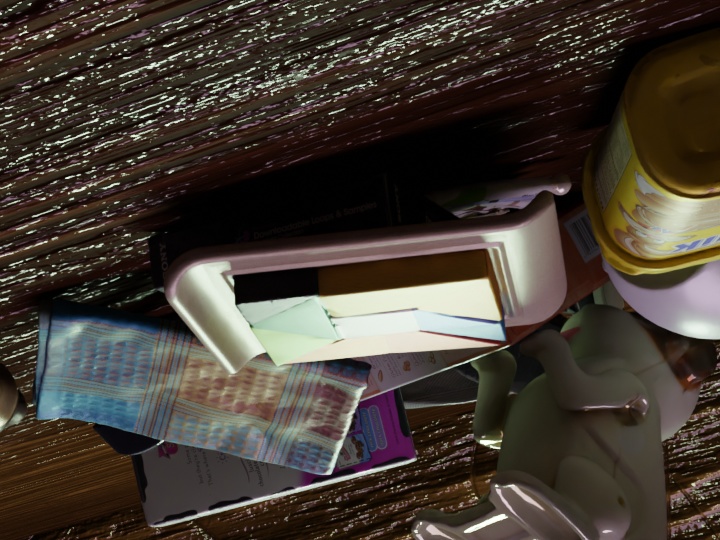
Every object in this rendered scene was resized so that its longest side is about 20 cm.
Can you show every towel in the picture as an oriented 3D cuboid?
[{"bbox_3d":[-0.102,0.074,1.301,0.199,0.022,0.147,12,150,-4],"label":"towel"}]

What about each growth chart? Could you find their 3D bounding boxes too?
[{"bbox_3d":[0.036,-0.028,1.280,0.144,0.018,0.200,-9,173,-32],"label":"growth chart"}]

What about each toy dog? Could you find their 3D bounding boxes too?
[{"bbox_3d":[0.157,0.109,1.369,0.194,0.200,0.140,30,149,-6],"label":"toy dog"}]

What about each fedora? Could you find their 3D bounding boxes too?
[{"bbox_3d":[0.090,0.056,1.715,0.176,0.091,0.200,-12,178,-11],"label":"fedora"}]

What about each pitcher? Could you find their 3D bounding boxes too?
[{"bbox_3d":[0.210,-0.010,1.305,0.171,0.122,0.200,-19,163,33],"label":"pitcher"}]

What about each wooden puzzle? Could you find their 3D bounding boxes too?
[{"bbox_3d":[0.010,0.016,1.124,0.199,0.037,0.185,-11,162,5],"label":"wooden puzzle"}]

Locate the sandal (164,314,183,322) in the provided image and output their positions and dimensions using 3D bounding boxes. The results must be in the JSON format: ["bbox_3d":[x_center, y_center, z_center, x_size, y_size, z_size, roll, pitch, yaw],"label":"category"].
[{"bbox_3d":[-0.081,0.042,1.469,0.200,0.043,0.076,-17,172,21],"label":"sandal"}]

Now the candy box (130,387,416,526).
[{"bbox_3d":[-0.071,0.097,1.537,0.199,0.137,0.061,-14,172,-1],"label":"candy box"}]

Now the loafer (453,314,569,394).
[{"bbox_3d":[0.131,0.063,1.547,0.200,0.073,0.071,32,-169,37],"label":"loafer"}]

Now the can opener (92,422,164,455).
[{"bbox_3d":[-0.125,0.062,1.382,0.200,0.079,0.063,-28,-157,51],"label":"can opener"}]

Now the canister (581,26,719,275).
[{"bbox_3d":[0.192,-0.064,1.065,0.148,0.087,0.200,-15,171,-1],"label":"canister"}]

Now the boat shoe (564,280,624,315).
[{"bbox_3d":[0.158,0.009,1.545,0.067,0.072,0.200,-5,-176,5],"label":"boat shoe"}]

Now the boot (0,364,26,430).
[{"bbox_3d":[-0.312,0.108,1.349,0.199,0.073,0.166,-17,172,-6],"label":"boot"}]

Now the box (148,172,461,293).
[{"bbox_3d":[-0.009,0.001,1.190,0.143,0.036,0.200,-15,161,22],"label":"box"}]

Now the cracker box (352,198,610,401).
[{"bbox_3d":[0.072,0.021,1.431,0.134,0.058,0.200,-31,-176,-38],"label":"cracker box"}]
